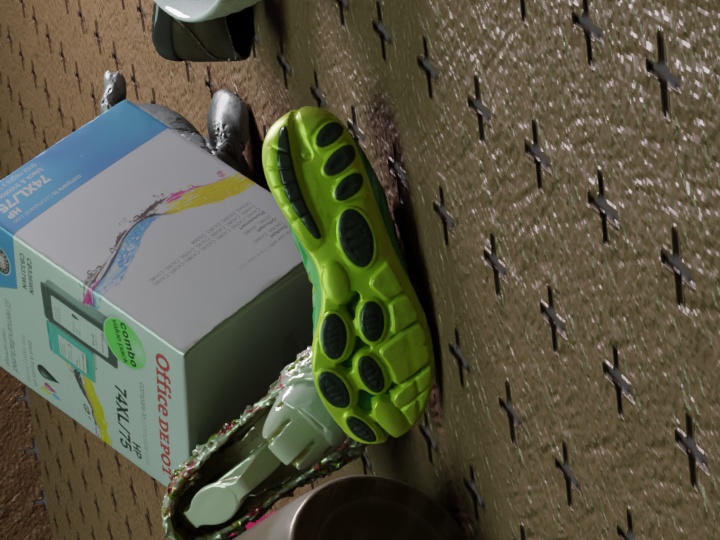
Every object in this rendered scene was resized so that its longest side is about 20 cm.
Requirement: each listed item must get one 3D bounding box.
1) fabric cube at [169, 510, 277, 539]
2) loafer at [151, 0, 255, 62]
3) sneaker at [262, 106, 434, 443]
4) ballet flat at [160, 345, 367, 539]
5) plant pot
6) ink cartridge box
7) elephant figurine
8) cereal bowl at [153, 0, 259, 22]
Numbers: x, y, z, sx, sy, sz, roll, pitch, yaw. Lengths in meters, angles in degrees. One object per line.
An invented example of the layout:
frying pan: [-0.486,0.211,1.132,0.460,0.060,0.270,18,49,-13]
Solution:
fabric cube: [-0.110,0.314,1.937,0.199,0.196,0.200,-140,38,-72]
loafer: [-0.084,-0.219,1.659,0.073,0.071,0.200,-51,-26,-48]
sneaker: [0.000,0.000,1.504,0.084,0.074,0.200,-46,-57,-76]
ballet flat: [-0.050,0.111,1.581,0.076,0.200,0.064,45,-150,-2]
plant pot: [-0.015,0.212,1.525,0.174,0.200,0.200,-57,44,47]
ink cartridge box: [-0.131,0.019,1.703,0.200,0.146,0.147,32,142,29]
elephant figurine: [-0.123,-0.062,1.859,0.142,0.155,0.200,-62,16,-18]
cereal bowl: [-0.082,-0.248,1.517,0.200,0.083,0.200,42,140,50]
